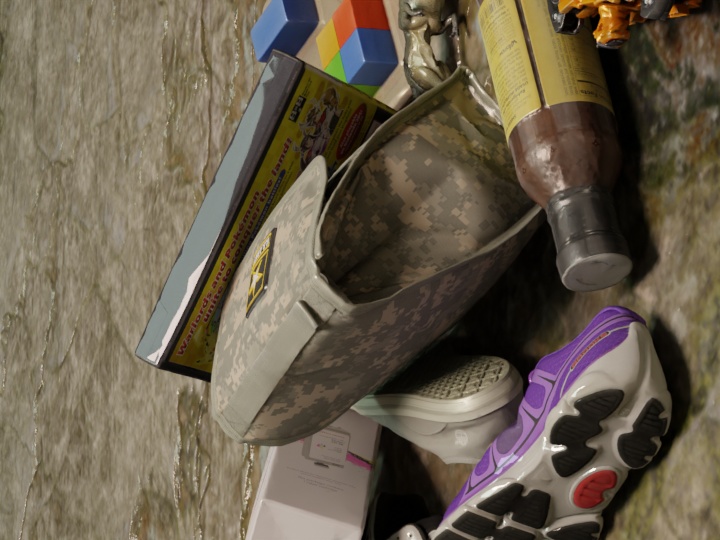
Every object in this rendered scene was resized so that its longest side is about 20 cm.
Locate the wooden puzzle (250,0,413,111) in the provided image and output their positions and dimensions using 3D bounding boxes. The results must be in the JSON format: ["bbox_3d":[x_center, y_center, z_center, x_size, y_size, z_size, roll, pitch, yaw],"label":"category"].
[{"bbox_3d":[-0.024,-0.159,1.715,0.185,0.046,0.201,130,138,-51],"label":"wooden puzzle"}]

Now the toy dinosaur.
[{"bbox_3d":[0.047,-0.203,1.580,0.088,0.047,0.201,139,134,-64],"label":"toy dinosaur"}]

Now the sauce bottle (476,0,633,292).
[{"bbox_3d":[0.110,-0.083,1.399,0.065,0.064,0.201,130,139,-50],"label":"sauce bottle"}]

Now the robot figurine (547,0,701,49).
[{"bbox_3d":[0.151,-0.218,1.347,0.145,0.058,0.202,-178,94,-65],"label":"robot figurine"}]

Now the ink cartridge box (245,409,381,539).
[{"bbox_3d":[-0.035,0.157,1.570,0.200,0.067,0.117,-76,3,-69],"label":"ink cartridge box"}]

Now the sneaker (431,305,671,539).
[{"bbox_3d":[0.109,0.097,1.384,0.200,0.080,0.084,-52,24,38],"label":"sneaker"}]

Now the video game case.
[{"bbox_3d":[-0.046,-0.022,1.547,0.025,0.181,0.201,26,92,27],"label":"video game case"}]

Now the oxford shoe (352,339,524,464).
[{"bbox_3d":[0.046,0.082,1.509,0.058,0.075,0.200,62,161,-15],"label":"oxford shoe"}]

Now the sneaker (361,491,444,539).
[{"bbox_3d":[0.042,0.192,1.478,0.200,0.075,0.088,35,117,61],"label":"sneaker"}]

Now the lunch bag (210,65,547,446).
[{"bbox_3d":[0.000,0.000,1.443,0.118,0.200,0.164,45,140,6],"label":"lunch bag"}]
